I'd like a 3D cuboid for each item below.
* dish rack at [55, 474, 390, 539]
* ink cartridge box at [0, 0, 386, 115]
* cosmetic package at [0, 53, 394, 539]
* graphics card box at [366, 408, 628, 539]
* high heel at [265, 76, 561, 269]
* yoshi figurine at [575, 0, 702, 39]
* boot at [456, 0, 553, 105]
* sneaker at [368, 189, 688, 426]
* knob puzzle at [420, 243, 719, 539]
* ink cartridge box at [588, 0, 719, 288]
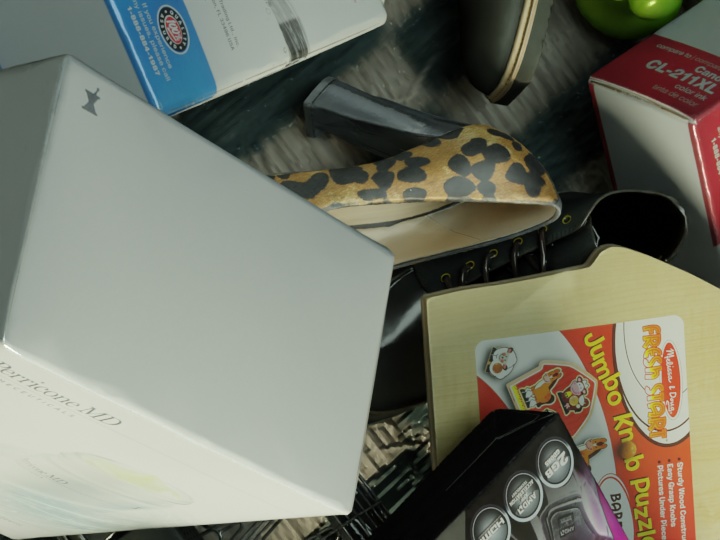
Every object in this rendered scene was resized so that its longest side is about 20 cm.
[{"bbox_3d":[-0.047,0.129,1.280,0.153,0.055,0.200,54,24,7],"label":"dish rack"},{"bbox_3d":[-0.093,-0.149,1.279,0.200,0.084,0.145,-29,96,-54],"label":"ink cartridge box"},{"bbox_3d":[-0.129,0.020,1.100,0.199,0.200,0.123,30,60,-43],"label":"cosmetic package"},{"bbox_3d":[0.085,0.179,1.282,0.125,0.051,0.200,-42,114,-30],"label":"graphics card box"},{"bbox_3d":[0.000,0.000,1.320,0.143,0.071,0.200,22,63,22],"label":"high heel"},{"bbox_3d":[0.168,-0.198,1.461,0.200,0.112,0.112,-57,148,-34],"label":"yoshi figurine"},{"bbox_3d":[0.024,-0.187,1.396,0.138,0.077,0.200,7,67,-20],"label":"boot"},{"bbox_3d":[0.064,0.010,1.363,0.200,0.106,0.075,-33,97,-25],"label":"sneaker"},{"bbox_3d":[0.129,0.083,1.348,0.220,0.030,0.220,-2,98,-15],"label":"knob puzzle"},{"bbox_3d":[0.229,-0.080,1.434,0.200,0.083,0.146,-34,126,-24],"label":"ink cartridge box"}]
